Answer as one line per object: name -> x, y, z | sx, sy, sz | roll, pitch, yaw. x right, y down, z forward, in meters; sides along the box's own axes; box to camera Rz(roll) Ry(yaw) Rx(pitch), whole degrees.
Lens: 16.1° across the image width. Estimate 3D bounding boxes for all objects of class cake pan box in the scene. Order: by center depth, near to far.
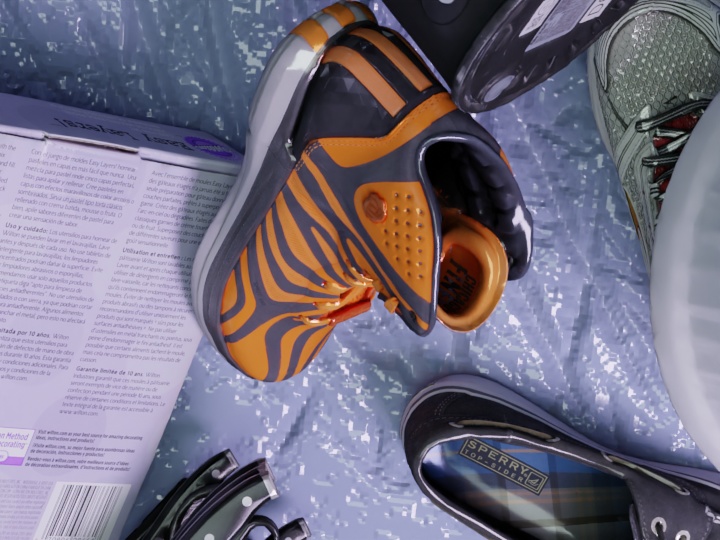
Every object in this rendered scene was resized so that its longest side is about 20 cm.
cake pan box -> -0.145, 0.023, 1.012 | 0.199, 0.052, 0.185 | 7, 114, -44

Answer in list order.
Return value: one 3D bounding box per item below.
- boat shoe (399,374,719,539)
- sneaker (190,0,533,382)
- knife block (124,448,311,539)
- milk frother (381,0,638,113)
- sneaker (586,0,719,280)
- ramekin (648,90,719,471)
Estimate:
boat shoe -> 0.107, 0.107, 1.071 | 0.199, 0.066, 0.070 | 29, 109, -4
sneaker -> 0.000, 0.000, 0.992 | 0.112, 0.077, 0.201 | 44, 146, 22
knife block -> -0.100, 0.169, 1.058 | 0.064, 0.200, 0.175 | 43, 136, -9
milk frother -> 0.061, -0.189, 0.952 | 0.181, 0.200, 0.188 | -46, 76, 25
sneaker -> 0.146, -0.021, 1.017 | 0.077, 0.082, 0.201 | -19, 105, 12
ramekin -> 0.218, 0.004, 0.963 | 0.199, 0.098, 0.202 | -5, 102, -28
